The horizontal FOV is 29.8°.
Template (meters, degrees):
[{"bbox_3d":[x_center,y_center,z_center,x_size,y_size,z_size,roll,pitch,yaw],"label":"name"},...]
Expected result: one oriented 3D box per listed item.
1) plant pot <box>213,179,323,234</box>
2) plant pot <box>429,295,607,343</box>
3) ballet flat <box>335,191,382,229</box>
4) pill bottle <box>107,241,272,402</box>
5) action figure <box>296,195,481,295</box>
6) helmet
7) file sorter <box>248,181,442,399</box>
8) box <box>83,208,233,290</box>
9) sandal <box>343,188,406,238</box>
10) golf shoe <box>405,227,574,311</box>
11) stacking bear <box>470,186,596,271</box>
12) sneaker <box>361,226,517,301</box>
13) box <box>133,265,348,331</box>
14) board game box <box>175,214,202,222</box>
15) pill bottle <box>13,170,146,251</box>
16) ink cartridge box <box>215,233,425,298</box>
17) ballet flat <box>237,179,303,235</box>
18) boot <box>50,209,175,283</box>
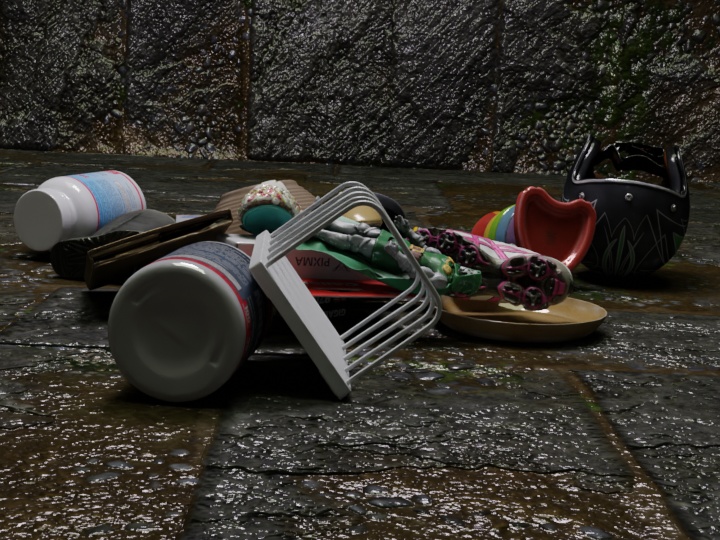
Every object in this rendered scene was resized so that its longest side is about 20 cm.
[{"bbox_3d":[-0.123,-0.061,1.740,0.198,0.094,0.201,-12,-1,0],"label":"plant pot"},{"bbox_3d":[0.175,0.052,1.510,0.197,0.028,0.200,3,10,0],"label":"plant pot"},{"bbox_3d":[-0.012,-0.067,1.610,0.068,0.064,0.200,-7,-4,-4],"label":"ballet flat"},{"bbox_3d":[-0.142,0.037,1.210,0.118,0.121,0.200,4,9,7],"label":"pill bottle"},{"bbox_3d":[0.034,-0.019,1.430,0.198,0.055,0.118,21,28,3],"label":"action figure"},{"bbox_3d":[0.369,-0.084,1.889,0.197,0.201,0.192,5,50,12],"label":"helmet"},{"bbox_3d":[-0.012,0.006,1.247,0.124,0.139,0.200,-34,9,3],"label":"file sorter"},{"bbox_3d":[-0.234,-0.023,1.546,0.162,0.022,0.200,-19,-4,-15],"label":"box"},{"bbox_3d":[0.027,-0.047,1.788,0.075,0.043,0.200,5,-26,22],"label":"sandal"},{"bbox_3d":[0.143,0.001,1.531,0.198,0.074,0.092,17,7,20],"label":"golf shoe"},{"bbox_3d":[0.217,-0.042,1.861,0.120,0.115,0.200,13,-7,-22],"label":"stacking bear"},{"bbox_3d":[0.091,-0.014,1.605,0.197,0.083,0.078,-6,-2,2],"label":"sneaker"},{"bbox_3d":[-0.135,0.026,1.513,0.199,0.047,0.158,12,12,44],"label":"box"},{"bbox_3d":[-0.171,-0.045,1.956,0.197,0.044,0.199,1,11,-7],"label":"board game box"},{"bbox_3d":[-0.395,-0.080,1.902,0.107,0.110,0.200,6,9,21],"label":"pill bottle"},{"bbox_3d":[-0.042,-0.006,1.465,0.198,0.045,0.176,1,8,-20],"label":"ink cartridge box"},{"bbox_3d":[-0.098,-0.066,1.557,0.075,0.065,0.200,-10,-19,8],"label":"ballet flat"},{"bbox_3d":[-0.289,-0.034,1.765,0.180,0.074,0.200,6,9,18],"label":"boot"}]
